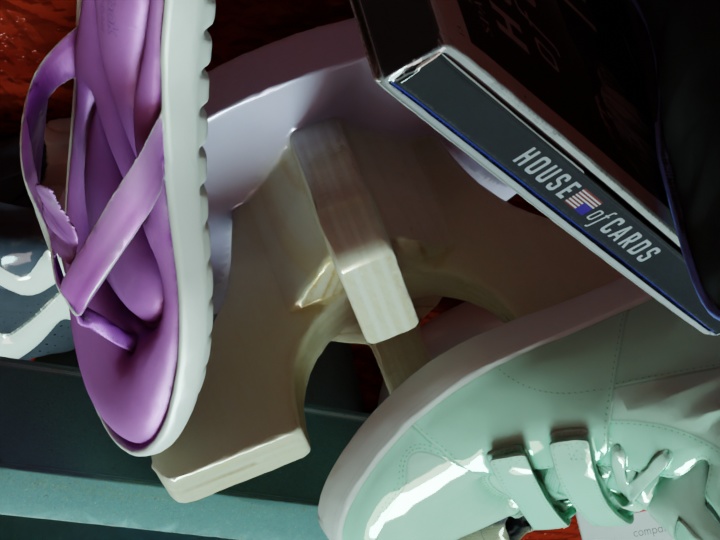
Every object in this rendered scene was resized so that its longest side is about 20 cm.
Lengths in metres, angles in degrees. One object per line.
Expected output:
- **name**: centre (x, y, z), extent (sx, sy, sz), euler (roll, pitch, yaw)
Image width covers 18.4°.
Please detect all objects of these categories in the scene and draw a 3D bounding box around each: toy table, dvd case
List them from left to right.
- **toy table**: centre (0.000, 0.000, 0.783), extent (0.199, 0.118, 0.184), euler (-28, 146, 10)
- **dvd case**: centre (0.045, -0.078, 0.631), extent (0.025, 0.151, 0.200), euler (-28, 148, 20)

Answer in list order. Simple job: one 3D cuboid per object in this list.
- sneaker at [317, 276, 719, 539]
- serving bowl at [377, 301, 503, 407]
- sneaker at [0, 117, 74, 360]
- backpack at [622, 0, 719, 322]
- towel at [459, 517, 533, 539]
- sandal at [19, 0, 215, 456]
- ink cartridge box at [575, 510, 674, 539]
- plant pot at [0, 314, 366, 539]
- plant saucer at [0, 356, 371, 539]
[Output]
- **sneaker**: centre (0.083, 0.073, 0.719), extent (0.199, 0.119, 0.074), euler (-30, 147, 13)
- **serving bowl**: centre (0.099, 0.032, 0.958), extent (0.198, 0.066, 0.200), euler (-11, 179, 0)
- **sneaker**: centre (-0.175, -0.003, 0.880), extent (0.197, 0.080, 0.130), euler (-6, 150, -15)
- **backpack**: centre (0.177, -0.076, 0.608), extent (0.190, 0.202, 0.153), euler (-31, 152, 36)
- **towel**: centre (0.023, 0.109, 1.119), extent (0.198, 0.035, 0.192), euler (-9, -176, 26)
- **sandal**: centre (-0.085, -0.037, 0.705), extent (0.049, 0.205, 0.082), euler (-10, -156, -32)
- **ink cartridge box**: centre (0.177, 0.108, 1.066), extent (0.116, 0.068, 0.200), euler (-14, 178, 29)
- **plant pot**: centre (-0.077, 0.097, 0.973), extent (0.198, 0.190, 0.200), euler (4, 157, 2)
- **plant saucer**: centre (-0.057, 0.067, 0.802), extent (0.199, 0.070, 0.019), euler (12, 125, -33)
